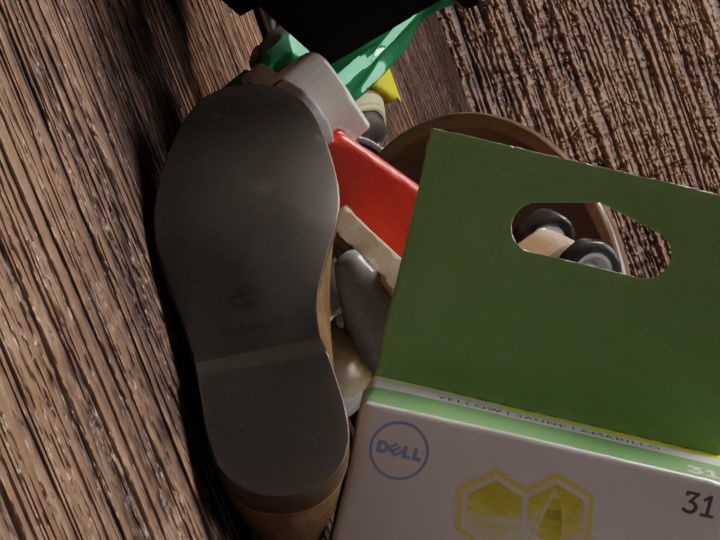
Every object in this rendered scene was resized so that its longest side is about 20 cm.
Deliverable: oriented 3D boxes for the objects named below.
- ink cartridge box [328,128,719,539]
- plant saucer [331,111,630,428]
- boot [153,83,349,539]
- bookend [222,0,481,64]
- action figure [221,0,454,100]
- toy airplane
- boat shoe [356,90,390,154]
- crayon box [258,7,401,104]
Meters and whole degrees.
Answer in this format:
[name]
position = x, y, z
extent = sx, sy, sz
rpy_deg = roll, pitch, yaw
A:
[ink cartridge box]
position = 0.071, 0.061, 0.882
extent = 0.048, 0.145, 0.201
rpy_deg = -74, 177, -76
[plant saucer]
position = 0.060, 0.022, 1.148
extent = 0.029, 0.200, 0.201
rpy_deg = -4, 71, -46
[boot]
position = -0.040, 0.018, 0.914
extent = 0.076, 0.073, 0.201
rpy_deg = 86, -2, -57
[bookend]
position = -0.031, -0.176, 1.053
extent = 0.092, 0.200, 0.199
rpy_deg = 39, 45, -28
[action figure]
position = -0.006, -0.128, 1.142
extent = 0.055, 0.200, 0.118
rpy_deg = 31, -34, 22
[toy airplane]
position = 0.000, 0.000, 1.031
extent = 0.199, 0.141, 0.200
rpy_deg = 35, 4, 24
[boat shoe]
position = -0.007, -0.049, 1.248
extent = 0.200, 0.073, 0.065
rpy_deg = 25, 40, -80
[crayon box]
position = -0.026, -0.164, 1.484
extent = 0.200, 0.051, 0.127
rpy_deg = 9, 62, -81
